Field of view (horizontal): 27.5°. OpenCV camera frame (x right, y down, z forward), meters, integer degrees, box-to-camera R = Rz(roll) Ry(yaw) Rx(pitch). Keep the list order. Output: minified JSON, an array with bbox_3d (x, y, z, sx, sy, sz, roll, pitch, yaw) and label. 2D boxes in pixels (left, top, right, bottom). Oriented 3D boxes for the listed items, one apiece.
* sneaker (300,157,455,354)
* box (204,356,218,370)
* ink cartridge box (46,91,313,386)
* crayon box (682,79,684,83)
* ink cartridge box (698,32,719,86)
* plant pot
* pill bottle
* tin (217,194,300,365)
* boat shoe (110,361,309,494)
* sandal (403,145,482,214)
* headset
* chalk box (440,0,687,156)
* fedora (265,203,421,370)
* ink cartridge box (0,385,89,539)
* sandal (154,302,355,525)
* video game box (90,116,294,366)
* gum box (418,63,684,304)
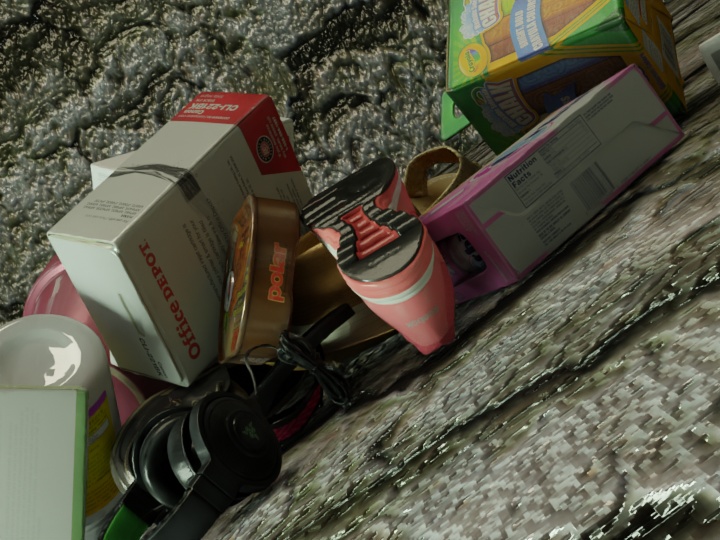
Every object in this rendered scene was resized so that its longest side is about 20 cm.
[{"bbox_3d":[0.016,-0.006,0.977,0.074,0.087,0.200,-29,25,4],"label":"sneaker"},{"bbox_3d":[-0.065,0.044,1.308,0.200,0.041,0.156,-37,-19,-13],"label":"box"},{"bbox_3d":[-0.133,-0.028,1.177,0.084,0.144,0.200,8,43,38],"label":"ink cartridge box"},{"bbox_3d":[0.226,-0.146,1.353,0.127,0.051,0.200,-34,5,26],"label":"crayon box"},{"bbox_3d":[0.357,-0.208,1.038,0.200,0.047,0.160,-32,1,-26],"label":"ink cartridge box"},{"bbox_3d":[-0.231,0.085,1.368,0.200,0.200,0.179,-35,19,24],"label":"plant pot"},{"bbox_3d":[-0.237,0.134,1.153,0.104,0.104,0.200,-38,-33,-30],"label":"pill bottle"},{"bbox_3d":[-0.074,0.011,1.053,0.200,0.042,0.112,149,130,-78],"label":"tin"},{"bbox_3d":[-0.114,0.107,1.153,0.073,0.075,0.200,-33,6,47],"label":"boat shoe"},{"bbox_3d":[0.065,-0.070,1.246,0.212,0.078,0.070,-13,-39,-31],"label":"sandal"},{"bbox_3d":[-0.085,0.121,0.913,0.200,0.094,0.123,-56,17,-28],"label":"headset"},{"bbox_3d":[0.146,-0.169,1.208,0.200,0.124,0.125,-21,45,25],"label":"chalk box"},{"bbox_3d":[0.000,0.000,1.138,0.200,0.082,0.201,-26,12,6],"label":"fedora"},{"bbox_3d":[-0.274,0.144,0.929,0.200,0.146,0.048,2,-4,-13],"label":"ink cartridge box"},{"bbox_3d":[-0.065,0.107,1.020,0.200,0.045,0.075,-51,0,-5],"label":"sandal"},{"bbox_3d":[-0.136,-0.027,1.284,0.047,0.182,0.200,14,25,41],"label":"video game box"},{"bbox_3d":[0.121,-0.054,1.047,0.200,0.066,0.113,-39,5,-28],"label":"gum box"}]
